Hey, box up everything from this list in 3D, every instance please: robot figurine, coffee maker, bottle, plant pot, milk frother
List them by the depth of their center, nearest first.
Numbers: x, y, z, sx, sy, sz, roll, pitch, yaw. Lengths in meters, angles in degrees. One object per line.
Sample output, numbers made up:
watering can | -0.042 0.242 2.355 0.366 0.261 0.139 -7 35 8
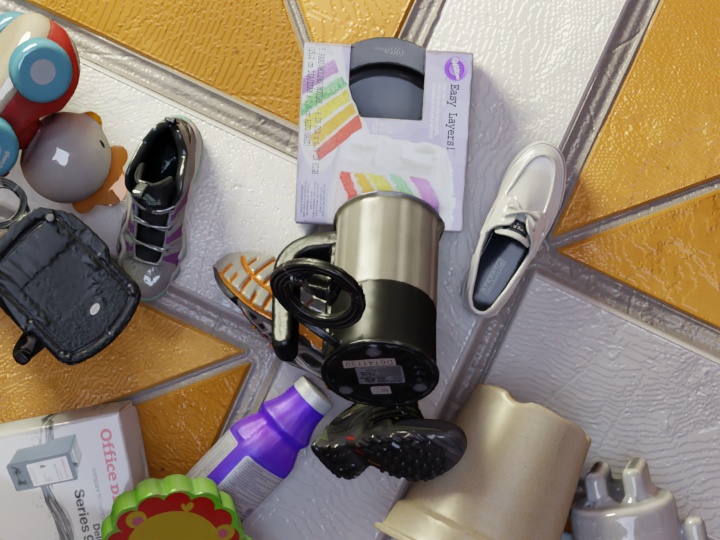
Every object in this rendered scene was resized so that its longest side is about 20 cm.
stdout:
milk frother | 0.000 0.000 1.453 0.179 0.201 0.189 7 53 -5
coffee maker | -0.316 -0.010 1.495 0.134 0.200 0.193 -22 98 -15
plant pot | 0.142 0.226 1.525 0.199 0.200 0.185 27 82 0
robot figurine | 0.282 0.301 1.549 0.168 0.113 0.202 -10 93 22
bottle | -0.113 0.198 1.571 0.200 0.083 0.065 -47 47 4

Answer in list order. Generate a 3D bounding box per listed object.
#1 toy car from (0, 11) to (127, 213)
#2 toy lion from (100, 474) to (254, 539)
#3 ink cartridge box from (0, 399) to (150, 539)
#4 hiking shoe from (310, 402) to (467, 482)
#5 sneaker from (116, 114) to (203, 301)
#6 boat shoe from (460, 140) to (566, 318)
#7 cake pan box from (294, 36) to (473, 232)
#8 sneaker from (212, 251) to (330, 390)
toy car | -0.315 -0.147 1.540 0.200 0.184 0.177 35 93 -29
toy lion | -0.178 0.302 1.531 0.199 0.069 0.193 19 111 -24
ink cartridge box | -0.330 0.230 1.576 0.198 0.084 0.147 -12 93 2
hiking shoe | 0.036 0.156 1.509 0.076 0.199 0.101 51 53 -28
sneaker | -0.218 -0.065 1.530 0.077 0.140 0.202 9 93 1
boat shoe | 0.165 -0.041 1.558 0.073 0.065 0.201 20 93 1
cake pan box | 0.025 -0.143 1.566 0.182 0.052 0.202 5 93 -1
sneaker | -0.079 0.055 1.569 0.199 0.078 0.077 37 133 13
